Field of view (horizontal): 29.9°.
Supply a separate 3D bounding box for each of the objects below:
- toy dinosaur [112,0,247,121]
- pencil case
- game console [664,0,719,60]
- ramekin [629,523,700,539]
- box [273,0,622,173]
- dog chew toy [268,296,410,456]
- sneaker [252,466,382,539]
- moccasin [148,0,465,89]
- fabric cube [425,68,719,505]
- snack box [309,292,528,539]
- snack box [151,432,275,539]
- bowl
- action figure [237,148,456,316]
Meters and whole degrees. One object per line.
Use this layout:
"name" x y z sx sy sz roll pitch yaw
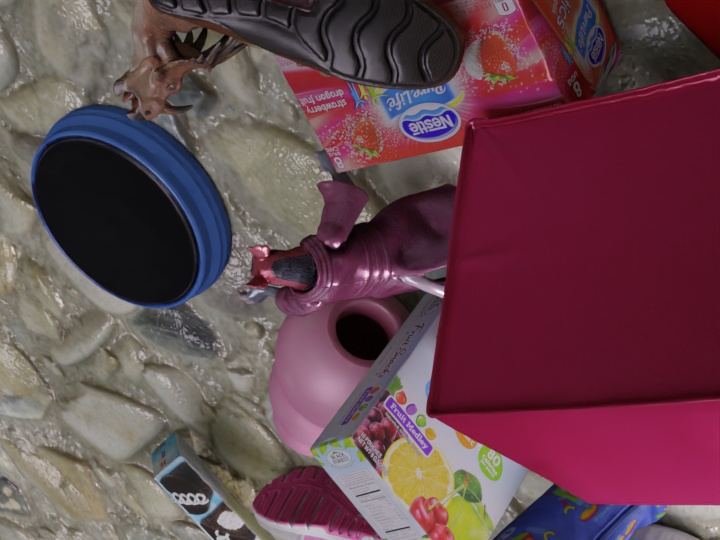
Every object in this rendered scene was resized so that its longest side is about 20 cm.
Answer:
"toy dinosaur" -0.106 -0.202 0.972 0.199 0.086 0.136 -21 123 27
"pencil case" 0.159 0.211 1.040 0.087 0.200 0.078 2 121 52
"game console" 0.287 -0.191 0.743 0.173 0.118 0.200 55 146 31
"ramekin" 0.247 0.303 1.138 0.202 0.094 0.203 19 134 22
"box" 0.056 -0.143 0.889 0.199 0.096 0.100 -8 121 39
"dog chew toy" -0.022 0.096 1.139 0.124 0.125 0.200 35 146 5
"sneaker" -0.015 0.255 1.294 0.199 0.081 0.089 12 130 29
"moccasin" -0.032 -0.157 0.827 0.200 0.078 0.074 12 102 14
"fabric cube" 0.182 0.021 0.809 0.196 0.201 0.199 -7 153 38
"snack box" 0.066 0.117 1.027 0.053 0.200 0.142 -22 111 45
"snack box" -0.131 0.257 1.359 0.200 0.037 0.116 49 175 -10
"bowl" -0.210 -0.051 1.201 0.200 0.039 0.201 20 134 21
"action figure" 0.000 0.000 0.974 0.149 0.199 0.134 43 129 32
